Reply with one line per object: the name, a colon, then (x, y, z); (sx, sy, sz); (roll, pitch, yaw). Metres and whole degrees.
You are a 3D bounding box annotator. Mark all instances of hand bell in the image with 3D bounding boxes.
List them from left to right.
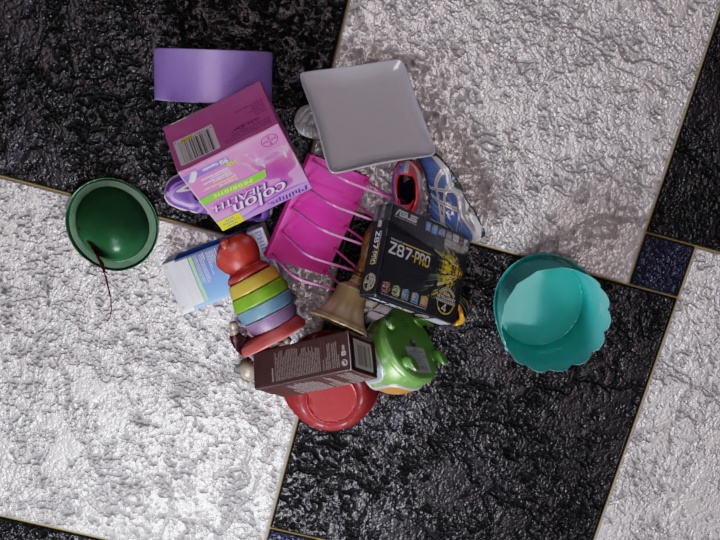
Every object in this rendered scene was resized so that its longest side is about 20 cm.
hand bell: (0.000, 0.000, 1.517); (0.103, 0.104, 0.202); (23, 83, -7)

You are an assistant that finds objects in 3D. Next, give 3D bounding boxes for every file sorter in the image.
file sorter: (-0.051, -0.077, 1.567); (0.138, 0.125, 0.202); (17, 103, -38)

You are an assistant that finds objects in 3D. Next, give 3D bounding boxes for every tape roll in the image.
tape roll: (-0.246, -0.327, 1.490); (0.198, 0.200, 0.086); (1, 102, -3)

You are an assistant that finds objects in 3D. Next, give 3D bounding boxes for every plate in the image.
plate: (0.010, -0.266, 1.542); (0.198, 0.032, 0.201); (-12, 71, -17)

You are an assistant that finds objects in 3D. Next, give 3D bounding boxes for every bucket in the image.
bucket: (0.344, 0.074, 1.638); (0.205, 0.135, 0.210); (-1, 103, -3)

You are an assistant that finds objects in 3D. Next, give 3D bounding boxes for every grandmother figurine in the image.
grandmother figurine: (-0.192, 0.127, 1.669); (0.120, 0.061, 0.202); (20, 99, 2)

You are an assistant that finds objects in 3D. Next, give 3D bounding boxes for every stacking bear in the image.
stacking bear: (-0.187, 0.030, 1.562); (0.113, 0.121, 0.201); (-24, 95, 36)

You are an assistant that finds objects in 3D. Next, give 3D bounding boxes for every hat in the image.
hat: (-0.445, -0.057, 1.553); (0.166, 0.176, 0.200); (-44, 101, 7)

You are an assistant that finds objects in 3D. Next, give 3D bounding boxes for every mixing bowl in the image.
mixing bowl: (-0.055, 0.222, 1.670); (0.198, 0.108, 0.203); (0, 102, -2)

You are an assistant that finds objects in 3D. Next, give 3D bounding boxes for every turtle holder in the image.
turtle holder: (0.052, 0.139, 1.616); (0.131, 0.141, 0.186); (-38, 88, 35)

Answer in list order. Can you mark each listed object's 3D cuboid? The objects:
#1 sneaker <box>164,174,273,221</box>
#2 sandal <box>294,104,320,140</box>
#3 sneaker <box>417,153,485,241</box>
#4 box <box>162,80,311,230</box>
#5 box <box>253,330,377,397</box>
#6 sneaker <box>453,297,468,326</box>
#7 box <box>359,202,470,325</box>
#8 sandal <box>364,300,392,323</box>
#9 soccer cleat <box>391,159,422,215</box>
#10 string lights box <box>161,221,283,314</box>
sneaker: (-0.254, -0.131, 1.594); (0.198, 0.083, 0.082); (9, 102, -3)
sandal: (-0.020, -0.250, 1.598); (0.201, 0.050, 0.083); (22, 87, 6)
sneaker: (0.150, -0.132, 1.614); (0.077, 0.076, 0.201); (-30, 98, 6)
box: (-0.197, -0.182, 1.458); (0.175, 0.200, 0.097); (-25, 63, 1)
box: (-0.080, 0.166, 1.554); (0.198, 0.100, 0.076); (-16, 68, 24)
sneaker: (0.117, 0.045, 1.653); (0.198, 0.077, 0.079); (23, 102, -6)
box: (0.097, -0.007, 1.529); (0.199, 0.049, 0.163); (22, 73, -37)
sandal: (0.048, 0.019, 1.589); (0.201, 0.057, 0.080); (-43, 95, -13)
soccer cleat: (0.083, -0.101, 1.604); (0.066, 0.077, 0.202); (3, 114, 10)
string lights box: (-0.252, -0.005, 1.634); (0.198, 0.059, 0.104); (-20, 103, 2)
